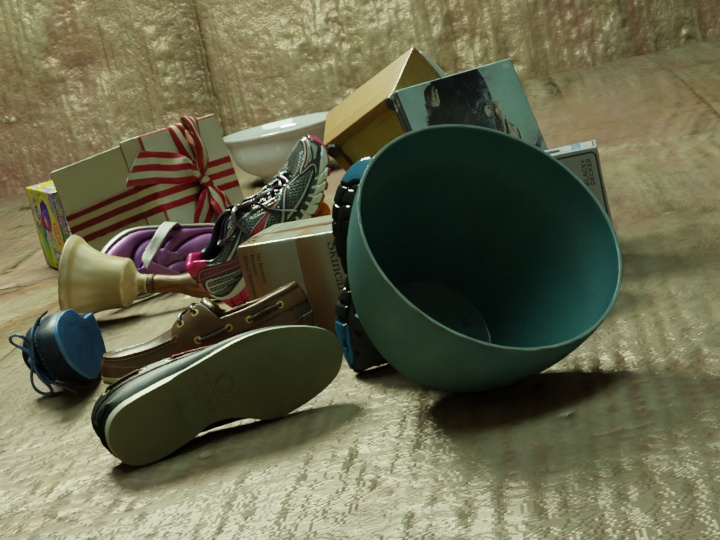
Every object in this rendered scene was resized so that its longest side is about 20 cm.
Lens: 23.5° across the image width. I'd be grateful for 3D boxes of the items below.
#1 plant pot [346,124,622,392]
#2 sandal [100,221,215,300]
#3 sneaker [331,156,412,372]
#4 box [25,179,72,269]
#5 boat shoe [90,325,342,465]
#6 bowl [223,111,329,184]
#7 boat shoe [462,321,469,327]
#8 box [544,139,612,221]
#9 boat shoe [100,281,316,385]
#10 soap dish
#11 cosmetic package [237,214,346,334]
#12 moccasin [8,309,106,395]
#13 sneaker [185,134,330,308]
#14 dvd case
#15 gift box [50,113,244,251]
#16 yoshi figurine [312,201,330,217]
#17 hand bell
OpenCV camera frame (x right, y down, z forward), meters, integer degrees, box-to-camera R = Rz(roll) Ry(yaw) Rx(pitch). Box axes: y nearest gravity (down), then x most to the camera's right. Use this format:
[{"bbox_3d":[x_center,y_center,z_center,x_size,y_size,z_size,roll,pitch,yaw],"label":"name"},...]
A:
[{"bbox_3d":[0.073,0.012,1.274,0.200,0.200,0.135,-19,-27,-32],"label":"plant pot"},{"bbox_3d":[-0.225,-0.022,2.044,0.202,0.083,0.050,-21,0,-43],"label":"sandal"},{"bbox_3d":[0.024,-0.010,1.387,0.082,0.200,0.073,-11,42,-15],"label":"sneaker"},{"bbox_3d":[-0.346,-0.080,2.429,0.192,0.122,0.200,-18,11,-19],"label":"box"},{"bbox_3d":[-0.111,0.087,1.333,0.201,0.074,0.063,-22,20,-20],"label":"boat shoe"},{"bbox_3d":[-0.125,-0.198,2.881,0.201,0.091,0.201,-12,10,2],"label":"bowl"},{"bbox_3d":[0.132,0.011,1.452,0.084,0.069,0.200,-6,12,35],"label":"boat shoe"},{"bbox_3d":[0.136,-0.047,1.639,0.200,0.117,0.060,-13,10,8],"label":"box"},{"bbox_3d":[-0.137,0.057,1.549,0.200,0.068,0.072,-13,10,2],"label":"boat shoe"},{"bbox_3d":[0.067,-0.115,1.807,0.157,0.200,0.081,-33,14,46],"label":"soap dish"},{"bbox_3d":[0.000,0.000,1.596,0.200,0.104,0.087,-10,12,26],"label":"cosmetic package"},{"bbox_3d":[-0.285,0.082,1.633,0.068,0.081,0.200,-18,-4,-1],"label":"moccasin"},{"bbox_3d":[-0.102,-0.056,1.808,0.200,0.075,0.081,-56,24,2],"label":"sneaker"},{"bbox_3d":[0.128,-0.104,1.735,0.146,0.200,0.022,-18,-6,-28],"label":"dvd case"},{"bbox_3d":[-0.258,-0.080,2.178,0.187,0.185,0.200,-17,10,33],"label":"gift box"},{"bbox_3d":[0.014,-0.037,1.781,0.112,0.112,0.200,-11,11,-26],"label":"yoshi figurine"},{"bbox_3d":[-0.224,0.014,1.921,0.200,0.104,0.104,1,12,8],"label":"hand bell"}]
